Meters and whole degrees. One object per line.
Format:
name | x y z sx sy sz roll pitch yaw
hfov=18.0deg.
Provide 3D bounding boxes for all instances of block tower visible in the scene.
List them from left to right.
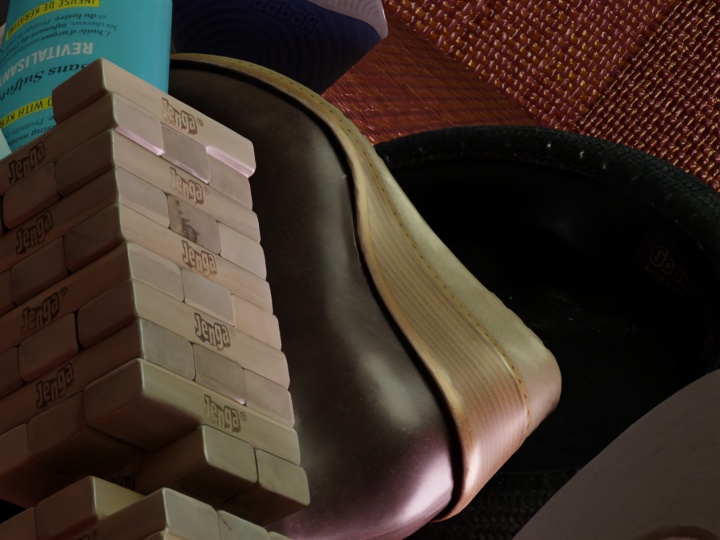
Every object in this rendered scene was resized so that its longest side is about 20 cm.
block tower | -0.047 0.055 0.494 0.054 0.058 0.200 29 42 -46

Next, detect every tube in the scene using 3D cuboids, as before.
tube | -0.085 -0.017 0.653 0.050 0.077 0.200 51 25 -37

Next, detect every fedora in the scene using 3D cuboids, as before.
fedora | 0.049 0.041 0.766 0.201 0.201 0.092 47 -22 41

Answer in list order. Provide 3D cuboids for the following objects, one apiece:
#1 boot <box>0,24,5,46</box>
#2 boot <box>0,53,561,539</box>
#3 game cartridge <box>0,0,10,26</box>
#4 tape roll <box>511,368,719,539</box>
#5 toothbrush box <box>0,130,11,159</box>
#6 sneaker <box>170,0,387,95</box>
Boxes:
boot | -0.085 -0.062 1.070 0.151 0.073 0.200 54 29 14
boot | -0.056 0.014 0.673 0.166 0.072 0.200 -26 52 -37
game cartridge | -0.199 -0.120 0.722 0.200 0.133 0.042 43 4 -42
tape roll | 0.061 0.111 0.442 0.066 0.200 0.200 38 9 -11
toothbrush box | -0.176 -0.043 0.618 0.146 0.085 0.200 35 9 -29
sneaker | -0.073 -0.147 0.773 0.199 0.081 0.115 45 14 -30
